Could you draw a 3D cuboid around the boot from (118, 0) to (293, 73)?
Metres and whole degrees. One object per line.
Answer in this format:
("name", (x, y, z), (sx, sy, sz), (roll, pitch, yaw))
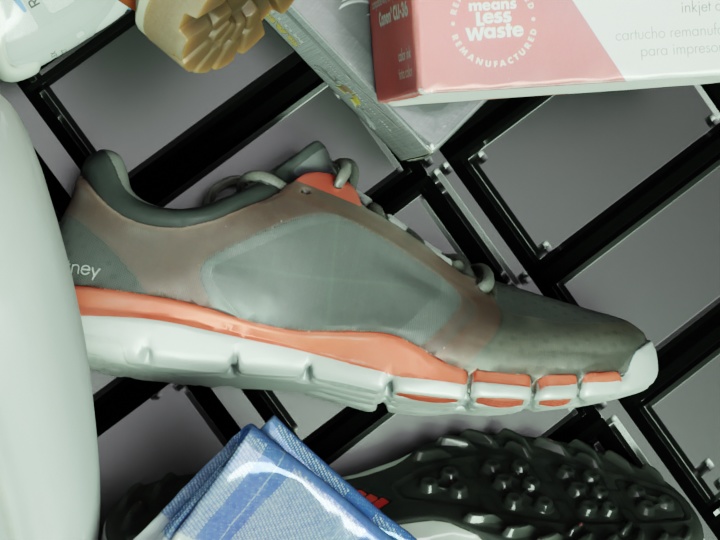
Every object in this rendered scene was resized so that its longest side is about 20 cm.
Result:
("boot", (-0.028, -0.166, 0.745), (0.107, 0.075, 0.200), (41, 105, 17))

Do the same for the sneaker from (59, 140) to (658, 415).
("sneaker", (0.000, 0.000, 0.843), (0.200, 0.077, 0.082), (8, 81, -12))

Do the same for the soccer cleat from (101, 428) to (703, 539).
("soccer cleat", (0.012, 0.099, 0.855), (0.200, 0.068, 0.073), (-4, 123, -21))

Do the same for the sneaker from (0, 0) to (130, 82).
("sneaker", (-0.145, -0.141, 0.817), (0.087, 0.075, 0.200), (-42, 97, -3))

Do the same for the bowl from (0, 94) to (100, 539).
("bowl", (-0.168, 0.057, 0.752), (0.200, 0.075, 0.200), (-15, 135, -10))

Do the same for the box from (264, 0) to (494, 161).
("box", (0.005, -0.159, 0.857), (0.200, 0.048, 0.158), (45, 82, -8))

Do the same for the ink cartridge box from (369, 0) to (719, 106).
("ink cartridge box", (0.059, -0.154, 0.808), (0.116, 0.067, 0.200), (-5, 91, -10))

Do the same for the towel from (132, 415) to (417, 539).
("towel", (-0.043, 0.158, 0.790), (0.147, 0.024, 0.200), (42, 98, -7))
